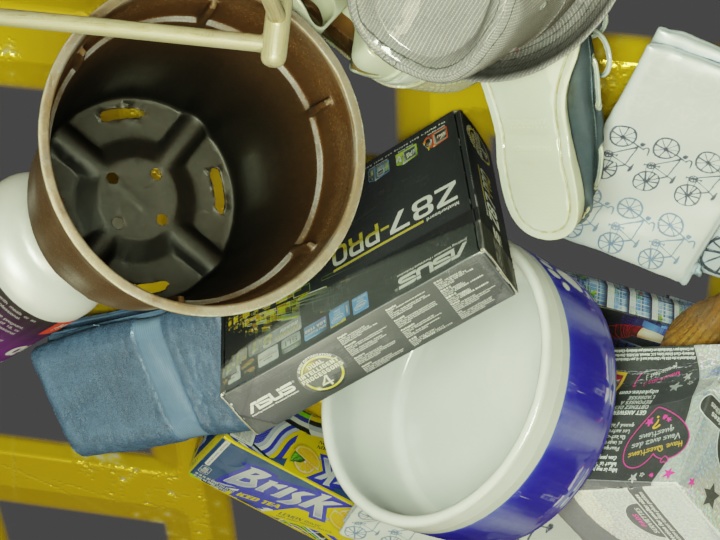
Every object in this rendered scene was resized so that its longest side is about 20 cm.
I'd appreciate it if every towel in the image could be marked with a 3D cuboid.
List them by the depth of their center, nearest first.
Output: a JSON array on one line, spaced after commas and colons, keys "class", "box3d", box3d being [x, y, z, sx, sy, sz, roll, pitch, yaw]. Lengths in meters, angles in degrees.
[{"class": "towel", "box3d": [-0.147, 0.079, 1.487, 0.198, 0.049, 0.113, -12, 108, 23]}]

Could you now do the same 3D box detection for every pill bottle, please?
[{"class": "pill bottle", "box3d": [-0.258, 0.001, 1.406, 0.199, 0.113, 0.112, -27, 124, 37]}]

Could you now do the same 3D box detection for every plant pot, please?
[{"class": "plant pot", "box3d": [-0.120, -0.059, 1.220, 0.199, 0.202, 0.198, 27, 164, -13]}]

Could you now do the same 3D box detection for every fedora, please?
[{"class": "fedora", "box3d": [0.059, -0.183, 1.097, 0.177, 0.090, 0.200, 40, 128, -2]}]

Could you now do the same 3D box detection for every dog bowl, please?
[{"class": "dog bowl", "box3d": [0.070, 0.078, 1.288, 0.199, 0.202, 0.078, -25, 147, 36]}]

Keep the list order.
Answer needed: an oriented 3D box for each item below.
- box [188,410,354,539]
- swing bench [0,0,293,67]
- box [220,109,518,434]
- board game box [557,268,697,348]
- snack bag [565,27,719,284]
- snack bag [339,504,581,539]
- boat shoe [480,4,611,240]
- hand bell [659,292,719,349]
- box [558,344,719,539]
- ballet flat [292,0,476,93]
[{"class": "box", "box3d": [-0.034, 0.168, 1.559, 0.199, 0.065, 0.070, 29, 136, -15]}, {"class": "swing bench", "box3d": [-0.128, -0.237, 1.071, 0.197, 0.202, 0.130, 7, 162, 10]}, {"class": "box", "box3d": [0.000, 0.000, 1.258, 0.199, 0.162, 0.049, -29, 125, 17]}, {"class": "board game box", "box3d": [0.209, 0.088, 1.404, 0.198, 0.062, 0.201, 15, 136, -3]}, {"class": "snack bag", "box3d": [0.245, -0.055, 1.259, 0.198, 0.022, 0.189, 20, 137, -5]}, {"class": "snack bag", "box3d": [0.102, 0.179, 1.461, 0.198, 0.022, 0.189, 14, 145, -13]}, {"class": "boat shoe", "box3d": [0.118, -0.120, 1.201, 0.074, 0.062, 0.202, 1, 116, 30]}, {"class": "hand bell", "box3d": [0.247, 0.011, 1.243, 0.103, 0.105, 0.200, 26, 142, -13]}, {"class": "box", "box3d": [0.230, 0.155, 1.313, 0.131, 0.115, 0.200, -4, 140, 45]}, {"class": "ballet flat", "box3d": [-0.010, -0.155, 1.205, 0.199, 0.063, 0.067, 31, 135, -18]}]
